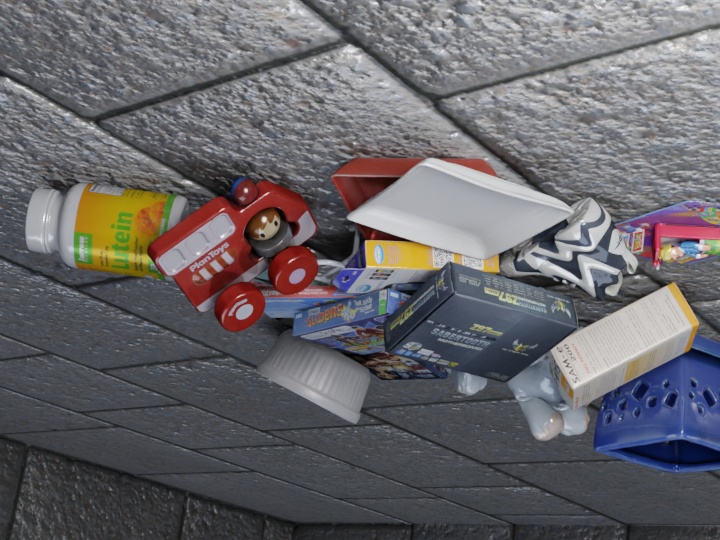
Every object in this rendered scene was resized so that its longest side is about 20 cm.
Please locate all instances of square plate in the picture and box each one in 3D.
[{"bbox_3d":[0.111,-0.072,1.374,0.198,0.029,0.198,16,159,-22],"label":"square plate"}]

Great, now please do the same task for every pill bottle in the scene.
[{"bbox_3d":[-0.329,-0.054,1.562,0.197,0.113,0.111,7,160,0],"label":"pill bottle"}]

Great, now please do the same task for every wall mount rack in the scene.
[{"bbox_3d":[0.000,0.000,1.662,0.198,0.076,0.173,18,154,-27],"label":"wall mount rack"}]

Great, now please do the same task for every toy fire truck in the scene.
[{"bbox_3d":[-0.152,-0.033,1.498,0.199,0.112,0.168,-35,144,-5],"label":"toy fire truck"}]

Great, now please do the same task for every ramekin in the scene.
[{"bbox_3d":[-0.073,0.176,2.050,0.200,0.095,0.202,27,175,3],"label":"ramekin"}]

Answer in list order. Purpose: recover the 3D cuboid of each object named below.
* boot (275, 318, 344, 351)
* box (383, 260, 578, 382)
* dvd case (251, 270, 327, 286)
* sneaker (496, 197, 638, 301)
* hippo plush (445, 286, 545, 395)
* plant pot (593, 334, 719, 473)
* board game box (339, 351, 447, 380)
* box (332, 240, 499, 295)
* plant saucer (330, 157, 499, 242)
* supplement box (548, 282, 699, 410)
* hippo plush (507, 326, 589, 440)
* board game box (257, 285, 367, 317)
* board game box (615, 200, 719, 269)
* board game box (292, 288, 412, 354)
[{"bbox_3d":[-0.045,0.076,1.883,0.137,0.078,0.199,24,154,-27],"label":"boot"},{"bbox_3d":[0.151,0.069,1.515,0.198,0.052,0.158,15,140,-28],"label":"box"},{"bbox_3d":[-0.139,0.010,1.729,0.144,0.022,0.200,15,176,-20],"label":"dvd case"},{"bbox_3d":[0.262,-0.003,1.486,0.129,0.080,0.199,43,140,-12],"label":"sneaker"},{"bbox_3d":[0.198,0.066,1.715,0.159,0.160,0.201,-11,141,-15],"label":"hippo plush"},{"bbox_3d":[0.502,0.206,1.877,0.198,0.182,0.199,19,157,-28],"label":"plant pot"},{"bbox_3d":[0.055,0.147,2.090,0.134,0.035,0.200,-4,157,27],"label":"board game box"},{"bbox_3d":[0.065,-0.002,1.529,0.197,0.042,0.119,4,162,-13],"label":"box"},{"bbox_3d":[0.082,-0.086,1.441,0.197,0.037,0.200,3,160,15],"label":"plant saucer"},{"bbox_3d":[0.367,0.109,1.688,0.198,0.074,0.126,-27,158,-2],"label":"supplement box"},{"bbox_3d":[0.316,0.150,1.888,0.158,0.201,0.161,-27,162,-38],"label":"hippo plush"},{"bbox_3d":[-0.049,0.044,1.653,0.197,0.020,0.103,0,163,16],"label":"board game box"},{"bbox_3d":[0.402,-0.027,1.477,0.157,0.039,0.199,20,157,-31],"label":"board game box"},{"bbox_3d":[0.019,0.073,1.635,0.134,0.035,0.199,18,158,-38],"label":"board game box"}]
